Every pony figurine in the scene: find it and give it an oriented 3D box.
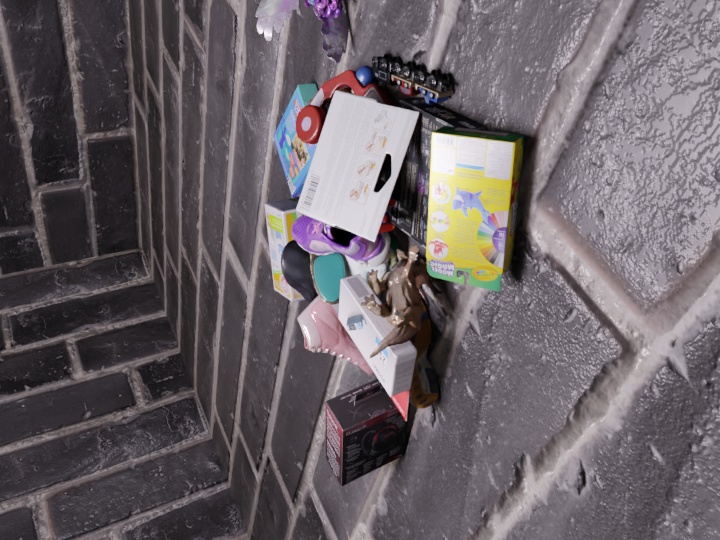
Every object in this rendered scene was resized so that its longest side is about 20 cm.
[{"bbox_3d":[-0.071,-0.476,1.072,0.200,0.164,0.197,147,139,-65],"label":"pony figurine"}]

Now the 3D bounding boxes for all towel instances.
[{"bbox_3d":[0.000,0.000,1.189,0.171,0.047,0.203,49,141,38],"label":"towel"}]

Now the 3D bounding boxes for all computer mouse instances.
[{"bbox_3d":[-0.091,0.004,1.270,0.052,0.200,0.141,3,70,24],"label":"computer mouse"}]

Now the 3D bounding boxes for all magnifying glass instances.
[{"bbox_3d":[0.021,-0.016,1.207,0.200,0.022,0.081,-31,74,63],"label":"magnifying glass"}]

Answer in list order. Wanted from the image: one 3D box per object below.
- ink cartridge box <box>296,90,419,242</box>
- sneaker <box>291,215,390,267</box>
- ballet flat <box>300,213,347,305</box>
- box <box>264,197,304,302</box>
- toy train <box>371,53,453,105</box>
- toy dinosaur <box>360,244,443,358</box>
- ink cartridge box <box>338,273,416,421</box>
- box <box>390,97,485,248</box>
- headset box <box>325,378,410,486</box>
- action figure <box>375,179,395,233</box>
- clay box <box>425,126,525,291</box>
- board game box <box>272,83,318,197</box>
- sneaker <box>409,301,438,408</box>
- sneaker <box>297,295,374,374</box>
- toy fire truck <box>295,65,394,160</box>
[{"bbox_3d":[0.000,-0.160,0.984,0.172,0.043,0.203,24,97,35],"label":"ink cartridge box"},{"bbox_3d":[-0.047,-0.066,1.091,0.197,0.088,0.082,14,84,35],"label":"sneaker"},{"bbox_3d":[-0.067,-0.030,1.195,0.075,0.067,0.204,107,150,-76],"label":"ballet flat"},{"bbox_3d":[-0.137,-0.048,1.410,0.112,0.100,0.204,26,125,57],"label":"box"},{"bbox_3d":[0.074,-0.288,0.968,0.200,0.034,0.047,41,140,50],"label":"toy train"},{"bbox_3d":[0.072,0.048,0.999,0.084,0.135,0.204,-1,68,30],"label":"toy dinosaur"},{"bbox_3d":[0.023,0.136,1.093,0.201,0.044,0.179,53,149,43],"label":"ink cartridge box"},{"bbox_3d":[0.108,-0.137,0.957,0.160,0.043,0.203,42,137,49],"label":"box"},{"bbox_3d":[0.013,0.292,1.200,0.075,0.146,0.203,50,150,40],"label":"headset box"},{"bbox_3d":[0.027,-0.114,1.064,0.200,0.051,0.067,-95,2,-74],"label":"action figure"},{"bbox_3d":[0.149,-0.081,0.850,0.113,0.047,0.204,14,118,26],"label":"clay box"},{"bbox_3d":[-0.119,-0.267,1.340,0.200,0.044,0.155,-41,65,61],"label":"board game box"},{"bbox_3d":[0.076,0.137,1.109,0.088,0.074,0.204,12,112,61],"label":"sneaker"},{"bbox_3d":[-0.050,0.145,1.265,0.202,0.104,0.075,56,169,-17],"label":"sneaker"},{"bbox_3d":[-0.010,-0.251,1.094,0.168,0.111,0.202,-44,61,33],"label":"toy fire truck"}]
